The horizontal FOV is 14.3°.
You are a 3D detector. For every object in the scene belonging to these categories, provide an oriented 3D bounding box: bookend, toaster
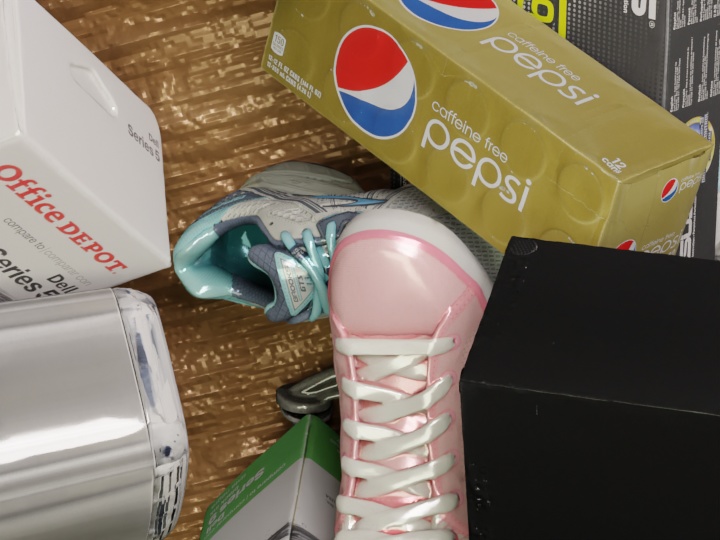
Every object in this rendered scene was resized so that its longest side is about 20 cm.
[{"bbox_3d":[0.149,0.100,1.154,0.199,0.092,0.199,7,131,15],"label":"bookend"},{"bbox_3d":[-0.153,0.076,1.326,0.129,0.200,0.114,-12,69,-12],"label":"toaster"}]

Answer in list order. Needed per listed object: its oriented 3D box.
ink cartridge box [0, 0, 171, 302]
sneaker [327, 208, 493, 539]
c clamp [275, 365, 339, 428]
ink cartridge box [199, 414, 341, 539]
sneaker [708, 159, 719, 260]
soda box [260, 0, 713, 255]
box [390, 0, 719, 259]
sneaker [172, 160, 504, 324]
[{"bbox_3d":[-0.206,-0.034,1.306,0.200,0.084,0.145,-19,150,18],"label":"ink cartridge box"},{"bbox_3d":[0.023,0.079,1.227,0.075,0.105,0.201,1,125,18],"label":"sneaker"},{"bbox_3d":[-0.007,0.128,1.410,0.170,0.027,0.201,11,113,5],"label":"c clamp"},{"bbox_3d":[-0.007,0.180,1.312,0.084,0.200,0.146,-41,105,20],"label":"ink cartridge box"},{"bbox_3d":[0.122,0.004,1.332,0.200,0.074,0.082,-50,58,31],"label":"sneaker"},{"bbox_3d":[0.051,-0.071,1.219,0.200,0.064,0.068,38,130,30],"label":"soda box"},{"bbox_3d":[0.084,-0.102,1.253,0.160,0.044,0.201,20,119,41],"label":"box"},{"bbox_3d":[0.000,0.000,1.281,0.200,0.086,0.078,2,110,42],"label":"sneaker"}]
